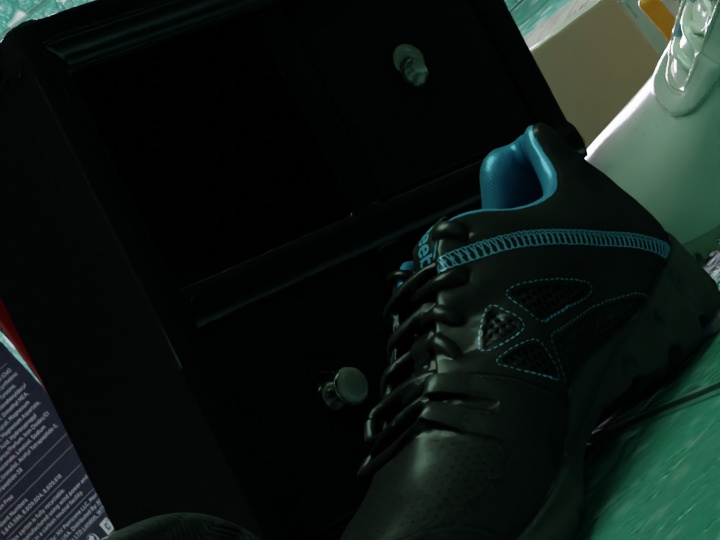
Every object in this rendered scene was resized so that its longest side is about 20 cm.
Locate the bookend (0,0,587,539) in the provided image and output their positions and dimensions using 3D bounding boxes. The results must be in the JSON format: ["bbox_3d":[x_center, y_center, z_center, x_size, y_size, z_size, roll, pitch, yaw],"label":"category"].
[{"bbox_3d":[0.000,0.000,0.650,0.198,0.201,0.092,-23,-6,-33],"label":"bookend"}]

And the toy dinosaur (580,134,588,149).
[{"bbox_3d":[0.102,-0.025,0.765,0.200,0.060,0.106,-42,37,7],"label":"toy dinosaur"}]

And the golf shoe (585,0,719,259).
[{"bbox_3d":[0.125,-0.084,0.663,0.200,0.097,0.078,-43,34,12],"label":"golf shoe"}]

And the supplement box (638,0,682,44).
[{"bbox_3d":[0.215,-0.149,0.763,0.126,0.074,0.200,-45,6,-39],"label":"supplement box"}]

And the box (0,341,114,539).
[{"bbox_3d":[-0.251,0.127,1.229,0.148,0.200,0.104,-36,7,46],"label":"box"}]

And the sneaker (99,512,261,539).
[{"bbox_3d":[-0.097,0.150,0.515,0.200,0.075,0.115,-52,5,-27],"label":"sneaker"}]

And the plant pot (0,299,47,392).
[{"bbox_3d":[-0.053,-0.002,0.855,0.182,0.201,0.200,-39,4,-12],"label":"plant pot"}]

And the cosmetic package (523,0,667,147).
[{"bbox_3d":[0.077,-0.069,1.062,0.200,0.073,0.104,-35,7,22],"label":"cosmetic package"}]

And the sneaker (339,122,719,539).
[{"bbox_3d":[0.028,0.034,0.564,0.073,0.082,0.200,-33,11,40],"label":"sneaker"}]

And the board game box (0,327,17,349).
[{"bbox_3d":[-0.071,-0.004,0.982,0.200,0.196,0.056,-43,-1,-9],"label":"board game box"}]
